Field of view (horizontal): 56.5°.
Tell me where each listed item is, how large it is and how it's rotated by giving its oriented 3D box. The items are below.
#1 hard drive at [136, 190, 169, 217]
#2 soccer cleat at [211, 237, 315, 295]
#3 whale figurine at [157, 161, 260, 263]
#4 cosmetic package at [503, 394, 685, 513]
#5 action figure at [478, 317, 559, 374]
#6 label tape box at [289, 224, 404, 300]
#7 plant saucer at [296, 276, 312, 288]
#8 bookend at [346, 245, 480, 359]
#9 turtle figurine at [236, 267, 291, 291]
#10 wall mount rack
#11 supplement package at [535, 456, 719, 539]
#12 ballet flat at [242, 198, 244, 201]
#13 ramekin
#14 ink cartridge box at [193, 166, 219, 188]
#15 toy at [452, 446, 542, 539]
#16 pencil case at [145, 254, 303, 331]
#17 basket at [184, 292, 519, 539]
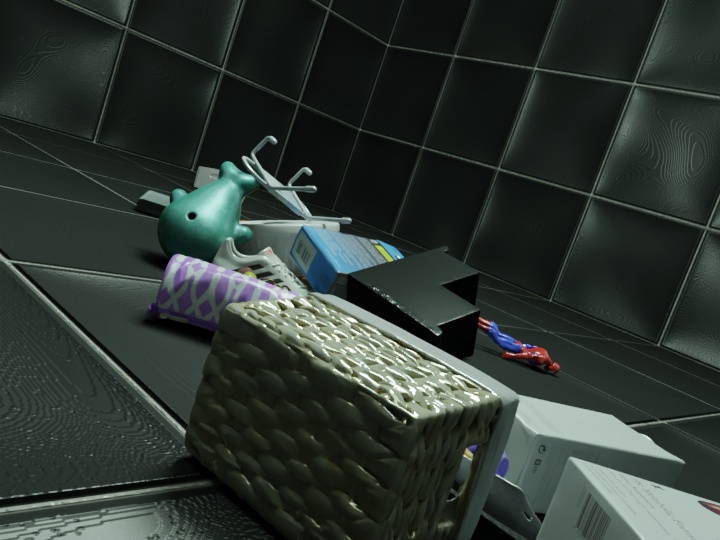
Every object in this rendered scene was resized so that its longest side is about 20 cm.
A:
[{"bbox_3d":[-0.455,-0.148,1.606,0.139,0.033,0.200,18,8,-15],"label":"hard drive"},{"bbox_3d":[-0.138,0.010,1.064,0.199,0.086,0.069,19,7,-3],"label":"soccer cleat"},{"bbox_3d":[-0.248,-0.098,1.103,0.159,0.200,0.104,31,-17,8],"label":"whale figurine"},{"bbox_3d":[0.211,0.190,0.683,0.199,0.081,0.113,17,8,-23],"label":"cosmetic package"},{"bbox_3d":[0.299,0.150,1.316,0.199,0.052,0.065,25,14,8],"label":"action figure"},{"bbox_3d":[0.000,0.000,1.121,0.199,0.066,0.143,11,27,-38],"label":"label tape box"},{"bbox_3d":[-0.047,0.019,1.258,0.199,0.032,0.200,0,7,0],"label":"plant saucer"},{"bbox_3d":[0.114,0.060,0.988,0.199,0.093,0.199,-16,33,-34],"label":"bookend"},{"bbox_3d":[-0.139,0.039,0.932,0.199,0.065,0.161,16,8,-24],"label":"turtle figurine"},{"bbox_3d":[-0.108,-0.140,1.150,0.200,0.075,0.174,37,15,-53],"label":"wall mount rack"},{"bbox_3d":[0.218,0.213,0.410,0.199,0.110,0.114,18,8,-8],"label":"supplement package"},{"bbox_3d":[-0.269,-0.095,1.237,0.067,0.063,0.200,2,-21,-41],"label":"ballet flat"},{"bbox_3d":[-0.140,-0.043,1.239,0.201,0.095,0.202,1,6,0],"label":"ramekin"},{"bbox_3d":[-0.525,-0.333,2.552,0.146,0.086,0.200,20,9,5],"label":"ink cartridge box"},{"bbox_3d":[0.073,0.145,0.567,0.200,0.047,0.115,20,-28,40],"label":"toy"},{"bbox_3d":[-0.149,0.047,0.801,0.199,0.084,0.086,17,43,-3],"label":"pencil case"},{"bbox_3d":[-0.014,0.109,0.480,0.200,0.136,0.123,25,11,35],"label":"basket"}]
